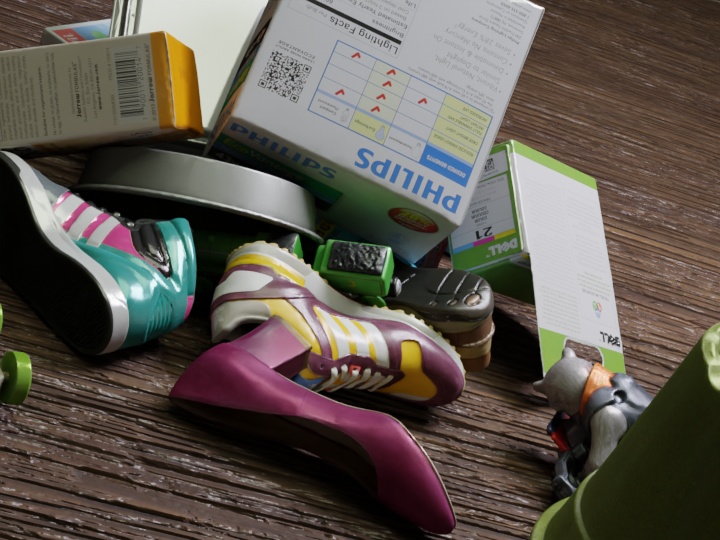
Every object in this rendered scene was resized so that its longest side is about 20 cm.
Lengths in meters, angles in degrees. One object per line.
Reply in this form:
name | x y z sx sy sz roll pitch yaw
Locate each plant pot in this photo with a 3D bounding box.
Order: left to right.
plant pot | 0.232 0.139 1.195 0.200 0.190 0.200 17 30 -10

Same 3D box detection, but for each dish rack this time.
dish rack | -0.121 -0.180 1.555 0.171 0.044 0.201 11 63 -14

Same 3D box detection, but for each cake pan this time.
cake pan | -0.122 -0.054 1.434 0.200 0.037 0.200 11 -7 1

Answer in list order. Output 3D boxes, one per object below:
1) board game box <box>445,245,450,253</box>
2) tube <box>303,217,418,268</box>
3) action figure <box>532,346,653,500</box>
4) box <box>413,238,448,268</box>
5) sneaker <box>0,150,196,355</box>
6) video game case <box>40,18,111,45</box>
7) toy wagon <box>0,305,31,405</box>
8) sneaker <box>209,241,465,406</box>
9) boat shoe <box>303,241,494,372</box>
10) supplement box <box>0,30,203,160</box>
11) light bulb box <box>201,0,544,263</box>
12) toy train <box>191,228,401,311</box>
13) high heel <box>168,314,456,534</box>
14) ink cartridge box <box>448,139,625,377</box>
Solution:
board game box | 0.076 -0.071 1.806 0.200 0.047 0.151 29 21 14
tube | 0.000 0.000 1.536 0.200 0.050 0.077 33 62 25
action figure | 0.218 0.120 1.405 0.193 0.105 0.200 33 23 -2
box | -0.020 -0.073 1.628 0.200 0.103 0.095 33 22 23
sneaker | -0.181 -0.019 1.340 0.121 0.084 0.200 -5 41 -43
video game case | -0.162 -0.180 1.652 0.143 0.017 0.200 36 29 22
toy wagon | -0.294 0.031 1.164 0.155 0.040 0.200 11 23 -31
sneaker | -0.019 0.063 1.353 0.200 0.075 0.090 27 46 -13
boat shoe | 0.019 0.034 1.449 0.200 0.074 0.076 17 40 43
supplement box | -0.227 -0.124 1.411 0.199 0.074 0.126 -6 0 5
light bulb box | 0.008 -0.144 1.481 0.198 0.200 0.125 25 -19 -8
toy train | -0.069 -0.005 1.391 0.199 0.056 0.042 7 59 10
high heel | -0.031 0.117 1.234 0.096 0.067 0.200 -35 71 -27
ink cartridge box | 0.145 0.010 1.572 0.148 0.076 0.201 18 60 -52
